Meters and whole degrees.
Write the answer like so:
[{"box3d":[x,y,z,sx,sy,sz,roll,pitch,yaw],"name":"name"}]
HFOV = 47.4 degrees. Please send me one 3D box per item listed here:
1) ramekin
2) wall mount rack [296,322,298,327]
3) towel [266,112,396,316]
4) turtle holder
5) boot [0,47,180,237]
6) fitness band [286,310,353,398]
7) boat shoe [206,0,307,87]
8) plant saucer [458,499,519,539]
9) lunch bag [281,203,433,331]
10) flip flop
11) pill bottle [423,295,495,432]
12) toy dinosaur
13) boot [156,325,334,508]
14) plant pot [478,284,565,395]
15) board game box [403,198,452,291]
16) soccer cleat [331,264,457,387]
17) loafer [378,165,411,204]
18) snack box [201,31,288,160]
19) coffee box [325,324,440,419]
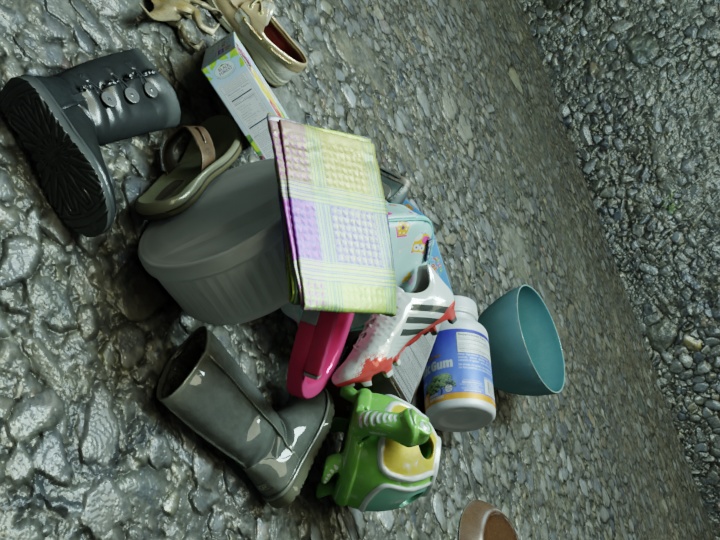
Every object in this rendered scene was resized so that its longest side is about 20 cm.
[{"box3d":[-0.126,-0.027,0.867,0.203,0.201,0.095,-69,141,-51],"name":"ramekin"},{"box3d":[-0.105,-0.028,1.029,0.199,0.074,0.175,21,87,-53],"name":"wall mount rack"},{"box3d":[-0.025,-0.054,0.804,0.143,0.023,0.202,6,68,-44],"name":"towel"},{"box3d":[0.028,0.203,0.968,0.141,0.131,0.187,-78,-178,-60],"name":"turtle holder"},{"box3d":[-0.254,-0.139,0.851,0.166,0.065,0.200,65,24,-11],"name":"boot"},{"box3d":[-0.030,0.045,0.891,0.144,0.037,0.202,-38,146,-74],"name":"fitness band"},{"box3d":[-0.147,-0.357,1.165,0.200,0.069,0.074,49,34,-33],"name":"boat shoe"},{"box3d":[0.218,0.465,1.305,0.200,0.034,0.202,40,39,-43],"name":"plant saucer"},{"box3d":[0.000,0.000,1.022,0.199,0.077,0.162,-4,112,-36],"name":"lunch bag"},{"box3d":[-0.195,-0.128,0.922,0.058,0.080,0.201,67,32,-30],"name":"flip flop"},{"box3d":[0.154,0.147,1.318,0.112,0.111,0.201,37,41,-44],"name":"pill bottle"},{"box3d":[-0.232,-0.325,1.031,0.101,0.058,0.201,37,32,-22],"name":"toy dinosaur"},{"box3d":[-0.121,0.138,0.903,0.200,0.072,0.182,49,32,-21],"name":"boot"},{"box3d":[0.272,0.142,1.501,0.200,0.134,0.202,40,40,-43],"name":"plant pot"},{"box3d":[0.063,-0.050,1.222,0.200,0.036,0.152,48,-16,52],"name":"board game box"},{"box3d":[0.033,0.066,0.978,0.199,0.068,0.086,-33,101,-29],"name":"soccer cleat"},{"box3d":[-0.013,-0.145,1.162,0.200,0.063,0.072,38,-6,25],"name":"loafer"},{"box3d":[-0.138,-0.217,1.025,0.143,0.053,0.200,58,3,-22],"name":"snack box"},{"box3d":[0.027,0.113,1.117,0.080,0.112,0.200,59,31,-19],"name":"coffee box"}]
